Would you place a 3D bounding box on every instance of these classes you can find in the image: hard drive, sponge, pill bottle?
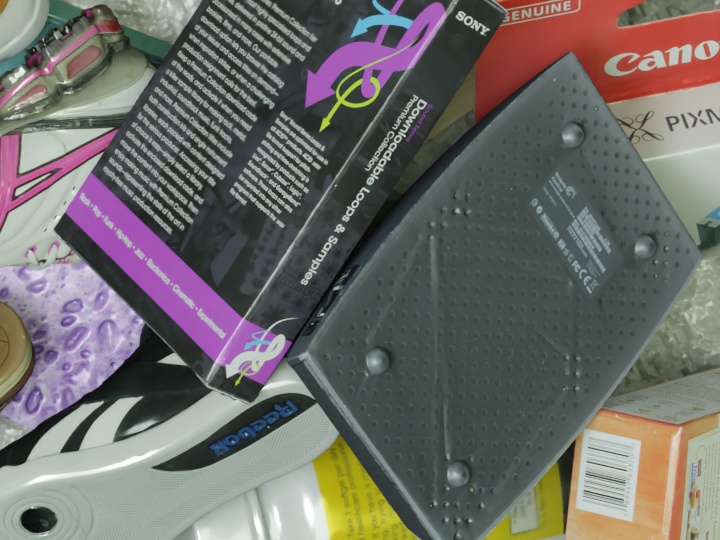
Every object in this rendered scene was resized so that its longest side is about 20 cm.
[{"bbox_3d":[0.058,0.014,1.262,0.200,0.042,0.135,-48,115,-28],"label":"hard drive"},{"bbox_3d":[-0.151,0.017,1.375,0.199,0.030,0.112,23,96,-12],"label":"sponge"},{"bbox_3d":[0.009,0.105,1.363,0.199,0.114,0.115,-12,102,-15],"label":"pill bottle"}]

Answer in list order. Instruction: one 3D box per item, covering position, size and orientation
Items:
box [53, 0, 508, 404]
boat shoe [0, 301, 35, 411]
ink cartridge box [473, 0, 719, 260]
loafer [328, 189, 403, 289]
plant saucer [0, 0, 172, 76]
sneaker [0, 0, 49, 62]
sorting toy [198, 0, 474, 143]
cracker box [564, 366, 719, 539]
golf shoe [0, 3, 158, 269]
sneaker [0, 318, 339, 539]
[{"bbox_3d":[-0.037,-0.062,1.244,0.036,0.143,0.201,25,101,-43],"label":"box"},{"bbox_3d":[-0.229,0.083,1.348,0.199,0.072,0.072,-34,146,9],"label":"boat shoe"},{"bbox_3d":[0.150,-0.070,1.349,0.199,0.045,0.177,-12,144,-7],"label":"ink cartridge box"},{"bbox_3d":[0.000,0.000,1.332,0.075,0.070,0.200,-39,80,-21],"label":"loafer"},{"bbox_3d":[-0.122,-0.082,1.368,0.199,0.019,0.070,21,97,-13],"label":"plant saucer"},{"bbox_3d":[-0.240,-0.090,1.301,0.199,0.085,0.073,-35,78,7],"label":"sneaker"},{"bbox_3d":[0.020,-0.166,1.340,0.199,0.070,0.199,-35,103,-7],"label":"sorting toy"},{"bbox_3d":[0.165,0.120,1.368,0.057,0.200,0.135,11,101,32],"label":"cracker box"},{"bbox_3d":[-0.167,-0.028,1.310,0.200,0.073,0.092,-39,101,-5],"label":"golf shoe"},{"bbox_3d":[-0.102,0.066,1.297,0.199,0.112,0.073,-23,128,10],"label":"sneaker"}]
